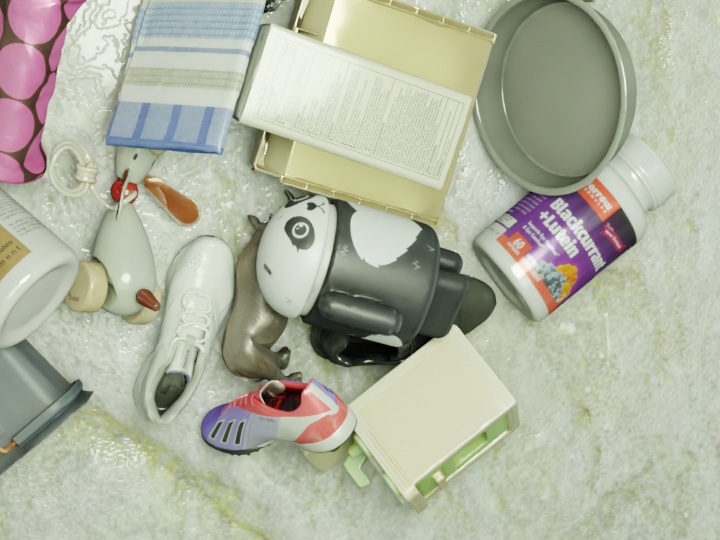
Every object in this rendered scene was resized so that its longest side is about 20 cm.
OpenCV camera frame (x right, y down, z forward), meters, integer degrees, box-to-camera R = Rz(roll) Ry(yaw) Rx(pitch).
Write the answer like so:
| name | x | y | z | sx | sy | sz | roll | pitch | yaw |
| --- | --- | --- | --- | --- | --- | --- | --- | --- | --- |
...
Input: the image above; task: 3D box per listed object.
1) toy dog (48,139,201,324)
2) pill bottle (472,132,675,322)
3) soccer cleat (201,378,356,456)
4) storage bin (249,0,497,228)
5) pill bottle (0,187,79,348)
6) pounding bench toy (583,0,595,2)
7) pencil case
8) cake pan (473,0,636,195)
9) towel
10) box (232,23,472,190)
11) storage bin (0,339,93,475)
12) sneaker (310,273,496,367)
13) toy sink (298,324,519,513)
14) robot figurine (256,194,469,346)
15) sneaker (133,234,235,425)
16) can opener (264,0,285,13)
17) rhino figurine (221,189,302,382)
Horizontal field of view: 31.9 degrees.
| name | x | y | z | sx | sy | sz | roll | pitch | yaw |
| --- | --- | --- | --- | --- | --- | --- | --- | --- | --- |
| toy dog | -0.214 | -0.036 | 1.204 | 0.131 | 0.096 | 0.202 | -20 | 114 | -46 |
| pill bottle | 0.224 | -0.049 | 1.306 | 0.200 | 0.111 | 0.112 | -39 | 107 | -3 |
| soccer cleat | -0.093 | 0.137 | 1.238 | 0.073 | 0.199 | 0.068 | 55 | 50 | -28 |
| storage bin | 0.008 | -0.166 | 1.243 | 0.197 | 0.094 | 0.201 | 15 | 97 | -15 |
| pill bottle | -0.364 | -0.032 | 1.143 | 0.200 | 0.114 | 0.115 | 39 | 91 | 9 |
| pounding bench toy | 0.169 | -0.381 | 1.221 | 0.199 | 0.124 | 0.157 | 31 | 93 | -17 |
| pencil case | -0.303 | -0.184 | 1.147 | 0.093 | 0.091 | 0.201 | -12 | 129 | -55 |
| cake pan | 0.192 | -0.176 | 1.243 | 0.037 | 0.200 | 0.202 | -13 | 106 | -40 |
| towel | -0.155 | -0.203 | 1.158 | 0.024 | 0.146 | 0.201 | 30 | 70 | -55 |
| box | -0.010 | -0.150 | 1.152 | 0.199 | 0.078 | 0.096 | 19 | 96 | -15 |
| storage bin | -0.378 | 0.136 | 1.196 | 0.200 | 0.146 | 0.135 | -40 | 97 | -3 |
| sneaker | 0.052 | 0.062 | 1.299 | 0.199 | 0.091 | 0.076 | -18 | 108 | -10 |
| toy sink | 0.055 | 0.170 | 1.280 | 0.200 | 0.130 | 0.112 | -37 | 71 | -5 |
| robot figurine | 0.001 | -0.001 | 1.197 | 0.199 | 0.150 | 0.126 | 15 | 81 | -13 |
| sneaker | -0.168 | 0.064 | 1.250 | 0.074 | 0.087 | 0.201 | 15 | 96 | -14 |
| can opener | -0.065 | -0.320 | 1.210 | 0.200 | 0.063 | 0.079 | -45 | 106 | -1 |
| rhino figurine | -0.089 | 0.017 | 1.263 | 0.087 | 0.060 | 0.202 | 13 | 84 | -34 |
